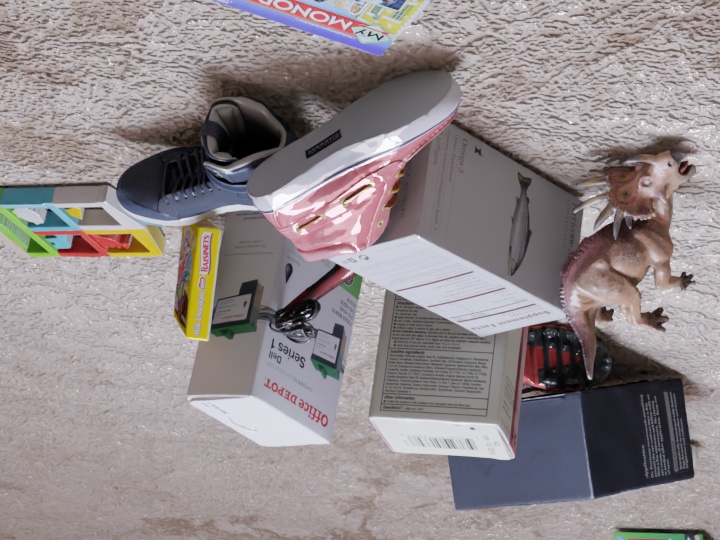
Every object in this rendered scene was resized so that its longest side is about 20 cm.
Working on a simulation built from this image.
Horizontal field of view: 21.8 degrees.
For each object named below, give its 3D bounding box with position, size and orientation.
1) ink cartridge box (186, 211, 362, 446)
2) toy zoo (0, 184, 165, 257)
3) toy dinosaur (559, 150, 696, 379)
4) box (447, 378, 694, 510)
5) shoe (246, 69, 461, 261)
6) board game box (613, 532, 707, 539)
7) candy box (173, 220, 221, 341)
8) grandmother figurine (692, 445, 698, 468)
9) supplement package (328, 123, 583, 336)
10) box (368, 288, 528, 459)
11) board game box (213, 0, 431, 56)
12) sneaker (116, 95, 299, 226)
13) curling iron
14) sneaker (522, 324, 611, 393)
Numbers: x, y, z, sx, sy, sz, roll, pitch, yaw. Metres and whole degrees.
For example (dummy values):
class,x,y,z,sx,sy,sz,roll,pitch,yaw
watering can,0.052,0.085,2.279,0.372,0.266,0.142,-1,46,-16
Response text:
class,x,y,z,sx,sy,sz,roll,pitch,yaw
ink cartridge box,-0.079,0.056,1.826,0.084,0.202,0.146,-3,156,33
toy zoo,-0.285,-0.048,1.891,0.198,0.021,0.131,0,157,22
toy dinosaur,0.218,-0.014,1.620,0.135,0.201,0.086,33,-178,-42
box,0.230,0.191,2.069,0.196,0.119,0.199,-12,173,43
shoe,0.011,-0.083,1.539,0.199,0.072,0.091,-29,125,17
board game box,0.464,0.426,2.747,0.134,0.029,0.200,-3,155,26
candy box,-0.155,0.005,1.767,0.026,0.103,0.200,8,-178,-9
grandmother figurine,0.336,0.207,2.246,0.199,0.061,0.121,23,-178,-38
supplement package,0.087,-0.036,1.651,0.199,0.118,0.117,26,153,-37
box,0.090,0.068,1.792,0.127,0.202,0.109,2,158,16
board game box,-0.049,-0.223,1.361,0.198,0.029,0.135,16,156,-17
sneaker,-0.140,-0.096,1.630,0.201,0.078,0.146,-5,163,16
curling iron,0.000,0.000,1.739,0.200,0.050,0.026,-38,136,0
sneaker,0.172,0.100,2.022,0.199,0.072,0.098,-1,167,8
